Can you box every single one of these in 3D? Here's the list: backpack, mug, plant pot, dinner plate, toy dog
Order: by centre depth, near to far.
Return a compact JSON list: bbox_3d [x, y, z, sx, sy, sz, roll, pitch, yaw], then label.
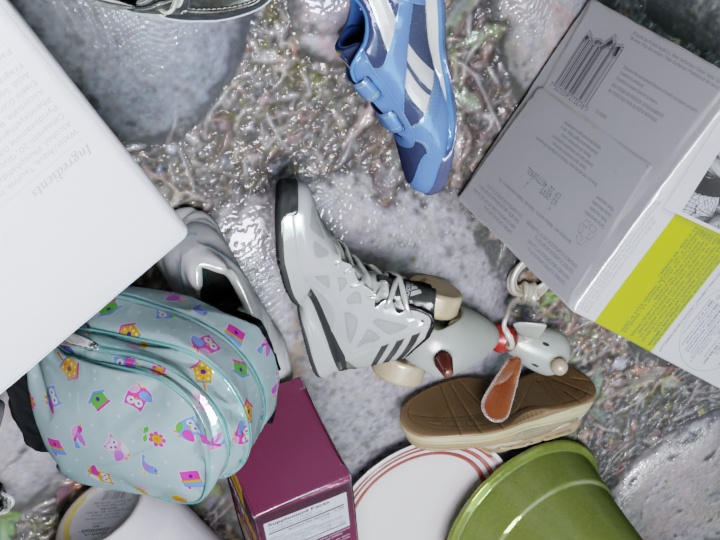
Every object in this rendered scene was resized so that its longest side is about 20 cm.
[{"bbox_3d":[-0.159,0.088,0.873,0.197,0.127,0.169,9,129,20],"label":"backpack"},{"bbox_3d":[-0.196,0.265,1.001,0.185,0.149,0.154,-34,119,-10],"label":"mug"},{"bbox_3d":[0.111,0.070,1.047,0.197,0.096,0.133,-10,123,-19],"label":"toy dog"},{"bbox_3d":[0.213,0.301,1.152,0.198,0.190,0.202,-18,127,-26],"label":"plant pot"},{"bbox_3d":[0.056,0.241,1.170,0.197,0.024,0.203,-11,123,-17],"label":"dinner plate"}]

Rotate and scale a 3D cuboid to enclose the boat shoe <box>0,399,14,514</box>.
[{"bbox_3d":[-0.305,0.188,0.945,0.062,0.073,0.203,-5,116,-18],"label":"boat shoe"}]

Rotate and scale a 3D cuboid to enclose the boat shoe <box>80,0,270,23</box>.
[{"bbox_3d":[-0.142,-0.195,0.791,0.197,0.071,0.073,-1,119,-25],"label":"boat shoe"}]

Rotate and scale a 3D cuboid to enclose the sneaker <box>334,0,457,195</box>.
[{"bbox_3d":[0.023,-0.148,0.897,0.081,0.074,0.202,-17,117,-12],"label":"sneaker"}]

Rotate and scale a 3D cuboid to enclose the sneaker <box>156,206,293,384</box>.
[{"bbox_3d":[-0.104,0.048,0.949,0.070,0.080,0.201,-31,128,-6],"label":"sneaker"}]

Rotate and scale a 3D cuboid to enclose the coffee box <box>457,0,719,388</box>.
[{"bbox_3d":[0.241,-0.062,0.963,0.196,0.200,0.201,25,106,-34],"label":"coffee box"}]

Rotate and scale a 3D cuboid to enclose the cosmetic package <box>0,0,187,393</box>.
[{"bbox_3d":[-0.247,-0.069,0.750,0.166,0.167,0.201,-40,126,-7],"label":"cosmetic package"}]

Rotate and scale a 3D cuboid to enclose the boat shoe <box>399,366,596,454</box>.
[{"bbox_3d":[0.127,0.143,1.113,0.197,0.072,0.065,-6,131,-20],"label":"boat shoe"}]

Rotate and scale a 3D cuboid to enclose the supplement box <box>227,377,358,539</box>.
[{"bbox_3d":[-0.058,0.203,1.014,0.085,0.111,0.201,-20,139,-13],"label":"supplement box"}]

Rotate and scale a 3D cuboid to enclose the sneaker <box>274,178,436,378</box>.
[{"bbox_3d":[0.000,0.000,0.950,0.114,0.076,0.202,-9,134,6],"label":"sneaker"}]
